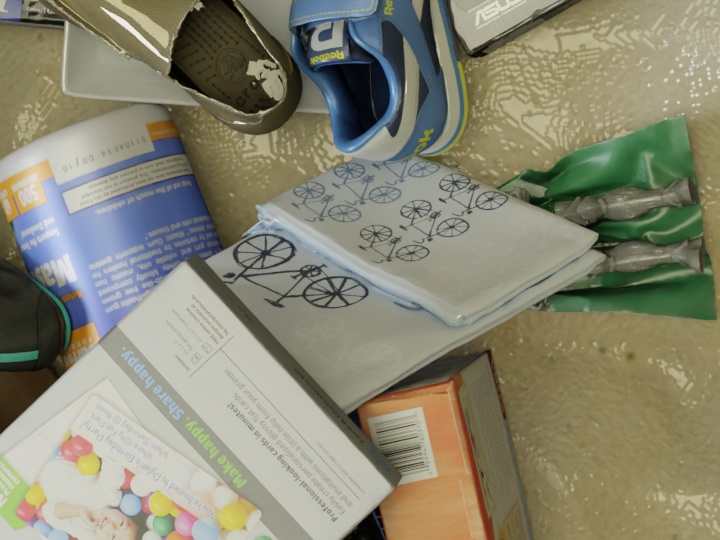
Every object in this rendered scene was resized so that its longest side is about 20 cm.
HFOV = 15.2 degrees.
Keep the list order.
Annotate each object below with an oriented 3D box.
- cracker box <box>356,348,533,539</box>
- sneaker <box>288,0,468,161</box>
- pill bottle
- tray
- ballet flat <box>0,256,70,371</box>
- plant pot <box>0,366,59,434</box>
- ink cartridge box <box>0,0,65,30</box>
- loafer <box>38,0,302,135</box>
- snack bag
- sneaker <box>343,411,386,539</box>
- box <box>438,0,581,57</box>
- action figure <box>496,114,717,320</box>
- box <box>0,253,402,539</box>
[{"bbox_3d":[0.051,0.121,1.479,0.057,0.200,0.134,-13,91,10],"label":"cracker box"},{"bbox_3d":[0.000,-0.155,1.507,0.074,0.082,0.201,-10,98,46],"label":"sneaker"},{"bbox_3d":[-0.128,0.014,1.555,0.112,0.112,0.201,-22,87,11],"label":"pill bottle"},{"bbox_3d":[-0.072,-0.147,1.549,0.199,0.022,0.108,3,94,-15],"label":"tray"},{"bbox_3d":[-0.246,0.001,1.552,0.200,0.068,0.068,31,129,43],"label":"ballet flat"},{"bbox_3d":[-0.268,0.090,1.550,0.200,0.201,0.093,31,112,8],"label":"plant pot"},{"bbox_3d":[-0.181,-0.189,1.592,0.199,0.044,0.094,6,92,11],"label":"ink cartridge box"},{"bbox_3d":[-0.109,-0.148,1.492,0.200,0.067,0.076,33,85,-15],"label":"loafer"},{"bbox_3d":[0.000,0.000,1.469,0.188,0.200,0.021,29,139,45],"label":"snack bag"},{"bbox_3d":[0.004,0.164,1.553,0.070,0.078,0.200,-29,87,11],"label":"sneaker"},{"bbox_3d":[0.112,-0.237,1.531,0.200,0.048,0.159,-29,85,11],"label":"box"},{"bbox_3d":[0.096,-0.014,1.543,0.199,0.055,0.119,-9,93,15],"label":"action figure"},{"bbox_3d":[-0.104,0.116,1.353,0.200,0.041,0.156,-42,89,9],"label":"box"}]
